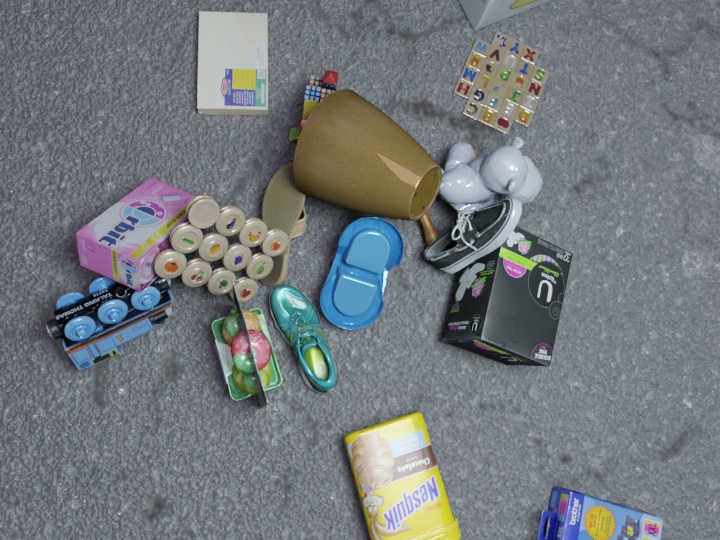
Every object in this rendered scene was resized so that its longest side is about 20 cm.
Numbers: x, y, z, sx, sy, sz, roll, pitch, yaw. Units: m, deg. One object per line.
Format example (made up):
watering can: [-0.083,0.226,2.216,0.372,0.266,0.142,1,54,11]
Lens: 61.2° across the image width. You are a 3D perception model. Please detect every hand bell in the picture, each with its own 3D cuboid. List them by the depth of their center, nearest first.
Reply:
hand bell: [0.112,-0.102,1.109,0.103,0.104,0.203,-23,94,-11]

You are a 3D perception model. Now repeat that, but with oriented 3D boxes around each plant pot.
plant pot: [0.025,-0.166,0.979,0.199,0.187,0.187,30,75,26]

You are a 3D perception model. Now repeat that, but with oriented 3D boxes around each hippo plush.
hippo plush: [0.221,-0.175,1.052,0.199,0.160,0.162,28,56,-36]

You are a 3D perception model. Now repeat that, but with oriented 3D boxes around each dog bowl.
dog bowl: [0.000,0.000,1.034,0.110,0.050,0.203,17,107,-11]

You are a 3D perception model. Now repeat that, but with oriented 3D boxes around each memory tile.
memory tile: [-0.217,-0.028,0.978,0.154,0.199,0.017,-54,47,12]

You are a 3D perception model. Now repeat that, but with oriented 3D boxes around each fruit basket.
fruit basket: [-0.183,0.125,0.952,0.092,0.200,0.188,-16,80,-11]

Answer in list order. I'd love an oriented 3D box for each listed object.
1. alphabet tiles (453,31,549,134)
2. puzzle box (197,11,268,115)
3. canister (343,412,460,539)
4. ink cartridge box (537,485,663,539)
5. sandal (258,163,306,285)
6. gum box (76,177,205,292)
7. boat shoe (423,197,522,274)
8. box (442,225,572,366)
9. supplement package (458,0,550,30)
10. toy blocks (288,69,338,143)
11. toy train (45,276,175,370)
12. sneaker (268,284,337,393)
alphabet tiles: [0.282,-0.376,1.215,0.164,0.006,0.202,24,76,-1]
puzzle box: [-0.240,-0.390,1.149,0.131,0.025,0.204,0,78,-7]
canister: [0.063,0.349,0.990,0.146,0.087,0.203,-15,78,-10]
ink cartridge box: [0.383,0.448,1.011,0.197,0.076,0.139,16,76,-1]
sandal: [-0.130,-0.080,1.078,0.077,0.069,0.215,15,97,20]
gum box: [-0.345,-0.066,0.990,0.112,0.067,0.201,22,40,8]
boat shoe: [0.181,-0.065,1.016,0.067,0.199,0.075,25,56,-22]
box: [0.251,0.047,1.043,0.147,0.124,0.203,22,76,-19]
supplement package: [0.299,-0.607,1.173,0.198,0.191,0.149,-24,82,-11]
toy blocks: [-0.075,-0.273,1.084,0.098,0.137,0.203,10,76,-4]
toy train: [-0.395,0.071,0.983,0.198,0.115,0.087,-26,51,-18]
sneaker: [-0.090,0.111,1.028,0.077,0.080,0.202,-28,81,-11]
